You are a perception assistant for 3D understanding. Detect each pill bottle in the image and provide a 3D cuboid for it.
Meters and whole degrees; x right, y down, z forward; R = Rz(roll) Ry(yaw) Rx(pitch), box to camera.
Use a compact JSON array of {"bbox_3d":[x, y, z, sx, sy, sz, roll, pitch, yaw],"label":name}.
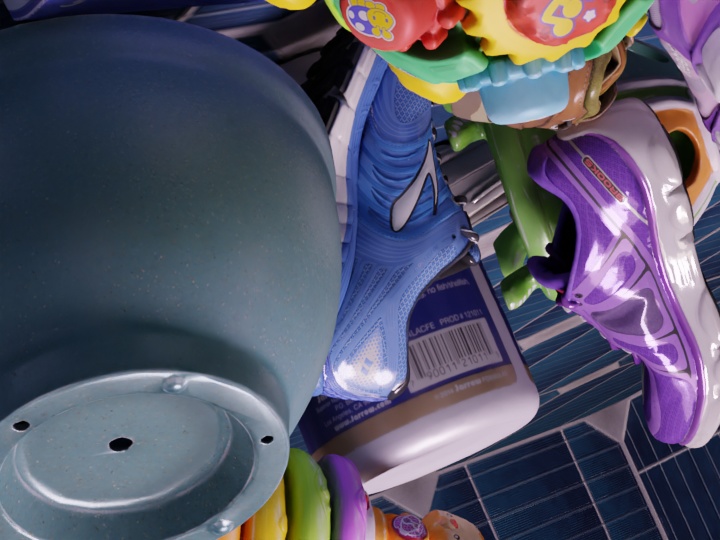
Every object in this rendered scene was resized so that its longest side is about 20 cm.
[{"bbox_3d":[0.000,0.000,0.987,0.115,0.201,0.116,-21,168,-5],"label":"pill bottle"}]

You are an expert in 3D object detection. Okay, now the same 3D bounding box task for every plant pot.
[{"bbox_3d":[-0.095,0.025,0.750,0.199,0.135,0.201,-9,141,-8],"label":"plant pot"}]

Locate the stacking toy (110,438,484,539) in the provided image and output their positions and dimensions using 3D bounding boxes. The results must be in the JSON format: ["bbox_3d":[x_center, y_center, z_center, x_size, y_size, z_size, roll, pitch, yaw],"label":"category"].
[{"bbox_3d":[-0.034,0.119,0.897,0.199,0.116,0.110,6,119,-17],"label":"stacking toy"}]

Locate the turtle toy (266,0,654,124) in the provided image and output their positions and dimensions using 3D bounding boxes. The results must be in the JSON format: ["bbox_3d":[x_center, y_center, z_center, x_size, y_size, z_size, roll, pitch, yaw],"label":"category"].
[{"bbox_3d":[0.031,-0.120,0.628,0.199,0.101,0.146,26,113,-39],"label":"turtle toy"}]

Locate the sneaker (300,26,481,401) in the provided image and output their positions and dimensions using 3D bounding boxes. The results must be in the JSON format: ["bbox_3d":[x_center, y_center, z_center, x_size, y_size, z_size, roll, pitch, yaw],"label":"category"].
[{"bbox_3d":[0.010,-0.034,0.907,0.089,0.201,0.078,19,165,-20],"label":"sneaker"}]

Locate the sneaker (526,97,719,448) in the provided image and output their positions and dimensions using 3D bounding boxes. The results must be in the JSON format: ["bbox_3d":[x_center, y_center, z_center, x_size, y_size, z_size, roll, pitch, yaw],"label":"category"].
[{"bbox_3d":[0.129,0.006,0.998,0.083,0.201,0.081,-19,-149,4],"label":"sneaker"}]

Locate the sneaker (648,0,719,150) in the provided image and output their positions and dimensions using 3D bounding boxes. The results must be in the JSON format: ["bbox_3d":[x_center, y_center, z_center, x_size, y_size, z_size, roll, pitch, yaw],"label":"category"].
[{"bbox_3d":[0.174,-0.118,0.948,0.080,0.089,0.200,-44,164,3],"label":"sneaker"}]

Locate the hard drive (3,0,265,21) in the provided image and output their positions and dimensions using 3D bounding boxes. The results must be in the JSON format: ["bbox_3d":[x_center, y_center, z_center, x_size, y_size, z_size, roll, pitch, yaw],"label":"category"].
[{"bbox_3d":[-0.020,-0.139,0.744,0.199,0.026,0.132,-13,165,-46],"label":"hard drive"}]

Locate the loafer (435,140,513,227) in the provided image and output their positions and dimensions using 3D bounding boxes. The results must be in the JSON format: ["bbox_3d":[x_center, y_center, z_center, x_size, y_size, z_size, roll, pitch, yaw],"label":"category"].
[{"bbox_3d":[0.099,-0.059,1.261,0.199,0.070,0.070,-24,169,-1],"label":"loafer"}]

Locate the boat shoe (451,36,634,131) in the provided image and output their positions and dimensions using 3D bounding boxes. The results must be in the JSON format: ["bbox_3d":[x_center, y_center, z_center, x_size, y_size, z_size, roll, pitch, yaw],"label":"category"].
[{"bbox_3d":[0.090,-0.095,0.930,0.067,0.072,0.200,10,-163,10],"label":"boat shoe"}]

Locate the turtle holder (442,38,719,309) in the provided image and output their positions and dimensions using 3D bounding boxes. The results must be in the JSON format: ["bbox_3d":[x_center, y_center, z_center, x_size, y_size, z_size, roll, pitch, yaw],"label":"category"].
[{"bbox_3d":[0.123,-0.061,1.092,0.131,0.142,0.185,-20,174,6],"label":"turtle holder"}]
